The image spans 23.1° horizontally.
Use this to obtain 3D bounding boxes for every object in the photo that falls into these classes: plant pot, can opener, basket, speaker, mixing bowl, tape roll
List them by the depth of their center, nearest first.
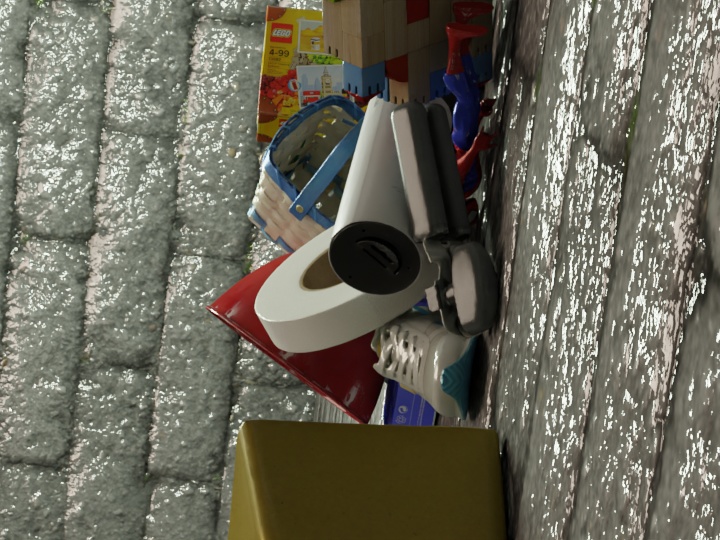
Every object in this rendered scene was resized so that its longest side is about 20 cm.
[{"bbox_3d":[0.006,0.245,1.241,0.201,0.192,0.197,-101,17,-56],"label":"plant pot"},{"bbox_3d":[0.073,-0.042,1.413,0.066,0.052,0.202,-26,71,39],"label":"can opener"},{"bbox_3d":[0.028,-0.072,1.504,0.201,0.080,0.082,-76,-3,-48],"label":"speaker"},{"bbox_3d":[0.000,0.000,1.574,0.037,0.201,0.203,60,-172,-19],"label":"tape roll"},{"bbox_3d":[-0.041,0.054,1.729,0.109,0.200,0.200,-53,2,-5],"label":"mixing bowl"},{"bbox_3d":[-0.019,-0.107,1.768,0.200,0.139,0.176,-45,1,41],"label":"basket"}]

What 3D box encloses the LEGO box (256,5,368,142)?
[{"bbox_3d":[-0.022,-0.228,2.130,0.077,0.198,0.150,105,170,-68],"label":"LEGO box"}]

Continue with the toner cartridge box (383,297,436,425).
[{"bbox_3d":[0.055,0.087,1.695,0.095,0.043,0.202,-88,6,-57],"label":"toner cartridge box"}]

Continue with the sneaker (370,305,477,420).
[{"bbox_3d":[0.053,0.076,1.491,0.200,0.080,0.077,-125,42,-82],"label":"sneaker"}]

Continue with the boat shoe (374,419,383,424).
[{"bbox_3d":[-0.011,0.220,2.067,0.200,0.092,0.075,105,170,-66],"label":"boat shoe"}]

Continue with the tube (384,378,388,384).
[{"bbox_3d":[0.046,0.064,1.870,0.200,0.050,0.078,-82,4,-70],"label":"tube"}]

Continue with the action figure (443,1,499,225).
[{"bbox_3d":[0.091,-0.122,1.479,0.066,0.051,0.201,-81,-5,-54],"label":"action figure"}]

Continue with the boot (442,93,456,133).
[{"bbox_3d":[0.090,-0.197,1.673,0.200,0.068,0.190,-75,-14,-67],"label":"boot"}]

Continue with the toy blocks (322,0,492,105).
[{"bbox_3d":[0.041,-0.202,1.481,0.100,0.199,0.138,27,129,43],"label":"toy blocks"}]
